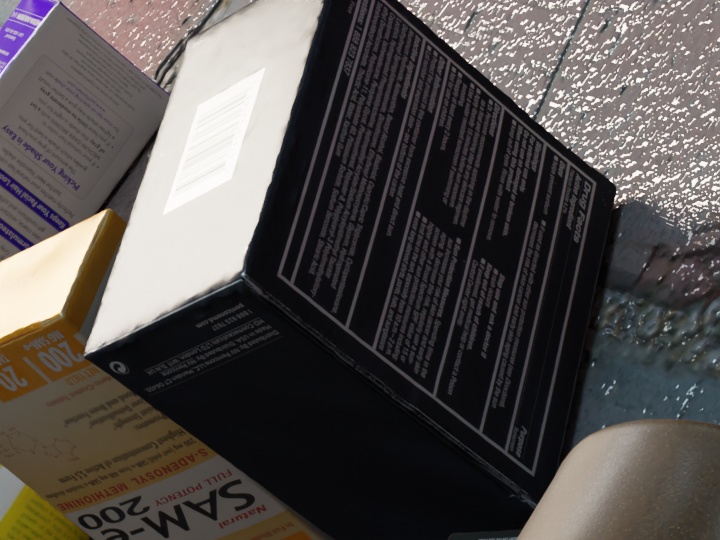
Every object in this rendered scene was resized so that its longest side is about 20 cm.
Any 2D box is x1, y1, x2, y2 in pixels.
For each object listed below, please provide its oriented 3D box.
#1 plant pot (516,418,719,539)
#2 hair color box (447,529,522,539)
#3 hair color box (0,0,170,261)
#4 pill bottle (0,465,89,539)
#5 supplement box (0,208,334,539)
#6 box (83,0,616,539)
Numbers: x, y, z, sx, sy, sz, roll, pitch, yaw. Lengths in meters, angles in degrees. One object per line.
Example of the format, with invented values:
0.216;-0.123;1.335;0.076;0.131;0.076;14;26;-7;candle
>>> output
0.104;0.174;1.026;0.200;0.200;0.199;-14;38;48;plant pot
0.054;0.205;1.181;0.101;0.061;0.201;-12;48;48;hair color box
-0.222;-0.064;1.844;0.201;0.109;0.065;-55;28;-8;hair color box
-0.192;0.115;1.591;0.201;0.109;0.109;-57;29;-11;pill bottle
-0.103;0.074;1.414;0.126;0.200;0.074;-24;35;42;supplement box
0.000;0.000;1.353;0.123;0.198;0.201;-25;37;42;box
